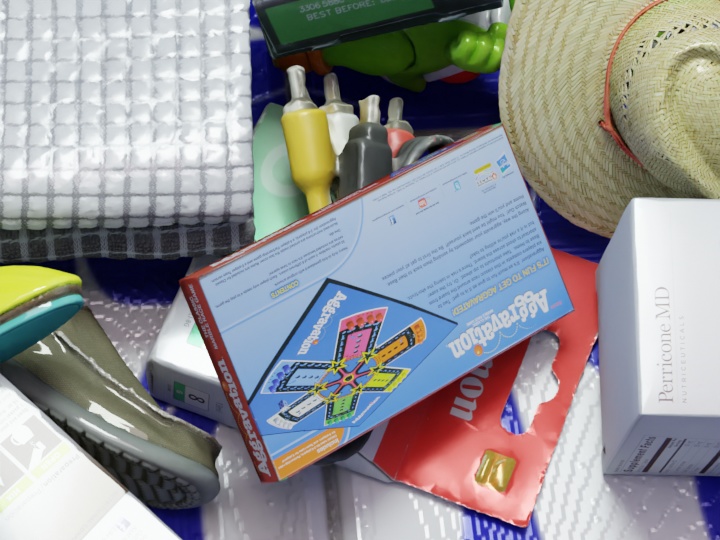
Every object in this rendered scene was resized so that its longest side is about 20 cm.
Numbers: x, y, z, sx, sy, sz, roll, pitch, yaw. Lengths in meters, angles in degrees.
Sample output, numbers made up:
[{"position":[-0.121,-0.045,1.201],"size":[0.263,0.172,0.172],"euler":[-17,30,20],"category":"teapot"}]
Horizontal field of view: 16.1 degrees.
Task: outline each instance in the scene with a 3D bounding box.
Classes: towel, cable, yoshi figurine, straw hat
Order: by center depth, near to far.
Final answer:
[{"position":[0.163,-0.080,1.222],"size":[0.201,0.201,0.085],"euler":[-3,29,-7],"category":"straw hat"},{"position":[0.000,0.000,1.249],"size":[0.097,0.050,0.200],"euler":[13,76,-34],"category":"cable"},{"position":[-0.135,-0.100,1.253],"size":[0.165,0.086,0.200],"euler":[-2,63,-4],"category":"towel"},{"position":[0.056,-0.140,1.295],"size":[0.200,0.112,0.112],"euler":[9,99,11],"category":"yoshi figurine"}]

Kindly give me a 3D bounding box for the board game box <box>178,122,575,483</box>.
[{"position":[0.012,0.013,1.213],"size":[0.200,0.019,0.103],"euler":[-28,99,-35],"category":"board game box"}]

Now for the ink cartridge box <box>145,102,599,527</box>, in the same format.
[{"position":[0.015,0.021,1.271],"size":[0.200,0.050,0.161],"euler":[19,62,8],"category":"ink cartridge box"}]

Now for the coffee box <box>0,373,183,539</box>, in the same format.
[{"position":[-0.124,0.153,1.149],"size":[0.200,0.114,0.080],"euler":[40,65,17],"category":"coffee box"}]

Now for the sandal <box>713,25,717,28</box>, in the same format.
[{"position":[0.195,-0.188,1.408],"size":[0.076,0.043,0.200],"euler":[-9,72,-2],"category":"sandal"}]

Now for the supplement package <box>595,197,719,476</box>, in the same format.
[{"position":[0.221,0.036,1.236],"size":[0.200,0.110,0.114],"euler":[1,71,-4],"category":"supplement package"}]

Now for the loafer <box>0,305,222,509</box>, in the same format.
[{"position":[-0.145,0.044,1.228],"size":[0.200,0.075,0.070],"euler":[31,68,12],"category":"loafer"}]

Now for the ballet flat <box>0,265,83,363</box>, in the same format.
[{"position":[-0.214,0.038,1.176],"size":[0.067,0.200,0.067],"euler":[60,27,11],"category":"ballet flat"}]

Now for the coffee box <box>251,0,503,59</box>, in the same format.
[{"position":[0.006,-0.197,1.292],"size":[0.123,0.044,0.200],"euler":[-12,44,12],"category":"coffee box"}]
